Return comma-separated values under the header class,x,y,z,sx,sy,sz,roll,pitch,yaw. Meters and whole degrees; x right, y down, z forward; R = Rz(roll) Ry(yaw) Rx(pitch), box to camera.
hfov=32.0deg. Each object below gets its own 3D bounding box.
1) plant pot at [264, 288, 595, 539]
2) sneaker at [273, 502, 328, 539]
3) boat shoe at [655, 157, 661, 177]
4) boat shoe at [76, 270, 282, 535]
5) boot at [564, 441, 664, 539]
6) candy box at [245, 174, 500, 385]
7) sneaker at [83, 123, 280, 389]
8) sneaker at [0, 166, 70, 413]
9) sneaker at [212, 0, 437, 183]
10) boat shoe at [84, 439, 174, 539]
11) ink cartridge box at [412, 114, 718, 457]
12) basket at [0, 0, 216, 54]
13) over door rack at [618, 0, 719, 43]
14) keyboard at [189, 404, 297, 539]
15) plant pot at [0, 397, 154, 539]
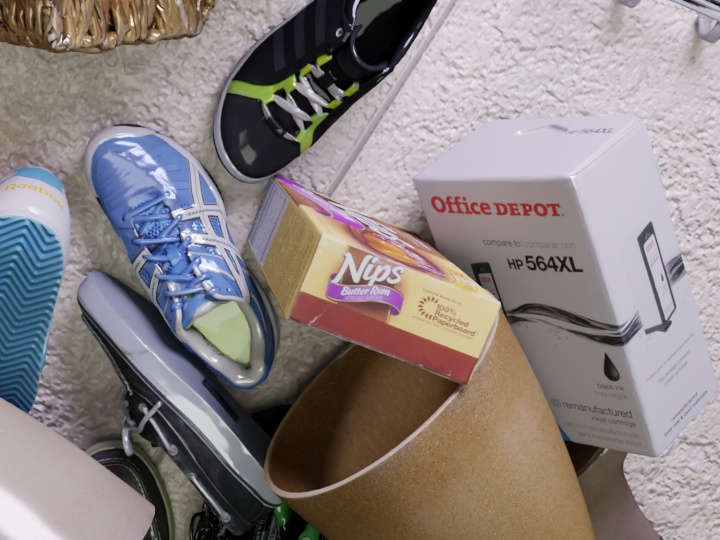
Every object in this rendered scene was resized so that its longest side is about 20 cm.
class,x,y,z,sx,sy,sz,roll,pitch,yaw
plant pot,0.067,0.147,0.824,0.186,0.187,0.201,-37,108,3
sneaker,-0.018,0.222,0.839,0.078,0.201,0.085,-41,127,8
boat shoe,0.183,-0.002,0.889,0.070,0.064,0.203,-11,110,-7
boat shoe,-0.130,0.092,0.844,0.068,0.074,0.200,-41,99,10
boot,0.188,0.191,0.943,0.146,0.070,0.200,38,111,-11
candy box,0.000,0.000,0.782,0.115,0.200,0.057,21,100,-16
sneaker,-0.110,-0.009,0.824,0.075,0.077,0.201,-34,109,3
sneaker,-0.233,0.027,0.816,0.076,0.081,0.201,20,122,-18
sneaker,-0.021,-0.136,0.797,0.072,0.083,0.200,39,97,-19
boat shoe,-0.165,0.223,0.892,0.071,0.066,0.204,-4,108,-9
ink cartridge box,0.135,0.008,0.831,0.084,0.145,0.202,-36,114,-33
basket,-0.170,-0.240,0.747,0.142,0.148,0.203,-18,114,-40
over door rack,0.217,-0.262,0.802,0.146,0.067,0.201,18,124,-16
keyboard,-0.084,0.187,0.923,0.103,0.039,0.203,4,107,-36
plant pot,-0.258,0.141,0.758,0.187,0.187,0.200,-41,99,4
